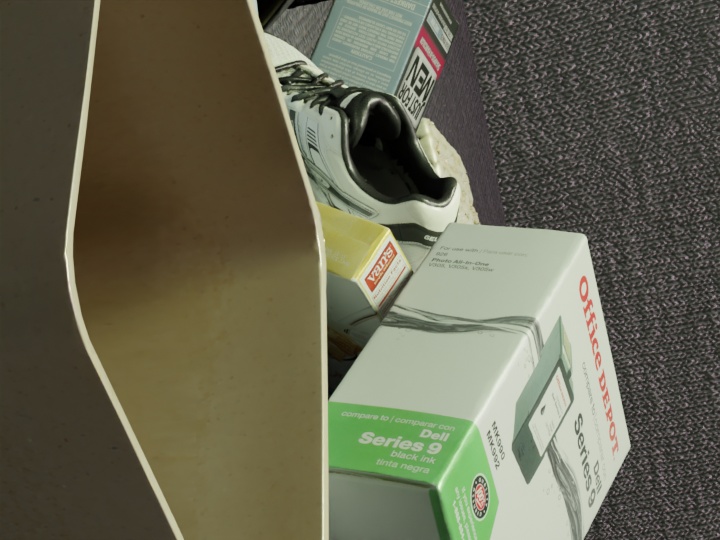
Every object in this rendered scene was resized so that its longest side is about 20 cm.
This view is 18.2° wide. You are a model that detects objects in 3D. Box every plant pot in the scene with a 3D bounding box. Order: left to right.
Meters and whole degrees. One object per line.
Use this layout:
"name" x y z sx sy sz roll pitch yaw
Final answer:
"plant pot" -0.113 0.010 0.516 0.201 0.176 0.201 72 13 -46

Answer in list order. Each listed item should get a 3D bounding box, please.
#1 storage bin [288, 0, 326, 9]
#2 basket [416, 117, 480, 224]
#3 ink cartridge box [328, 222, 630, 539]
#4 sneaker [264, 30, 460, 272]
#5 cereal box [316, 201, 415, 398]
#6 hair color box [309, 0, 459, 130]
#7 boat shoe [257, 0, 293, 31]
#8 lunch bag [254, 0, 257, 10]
"storage bin" -0.073 -0.262 1.352 0.200 0.093 0.136 70 13 -52
"basket" 0.014 -0.016 1.516 0.200 0.135 0.124 42 35 -76
"ink cartridge box" 0.054 0.091 1.102 0.200 0.084 0.147 -55 140 -44
"sneaker" -0.011 -0.079 1.228 0.200 0.075 0.088 48 -37 21
"cereal box" -0.015 0.027 1.207 0.040 0.143 0.200 -55 142 -19
"hair color box" -0.008 -0.080 1.375 0.099 0.060 0.201 36 76 -77
"boat shoe" -0.039 -0.194 1.266 0.200 0.072 0.065 -45 -124 44
"lunch bag" -0.095 -0.162 1.168 0.160 0.075 0.201 64 17 -70
